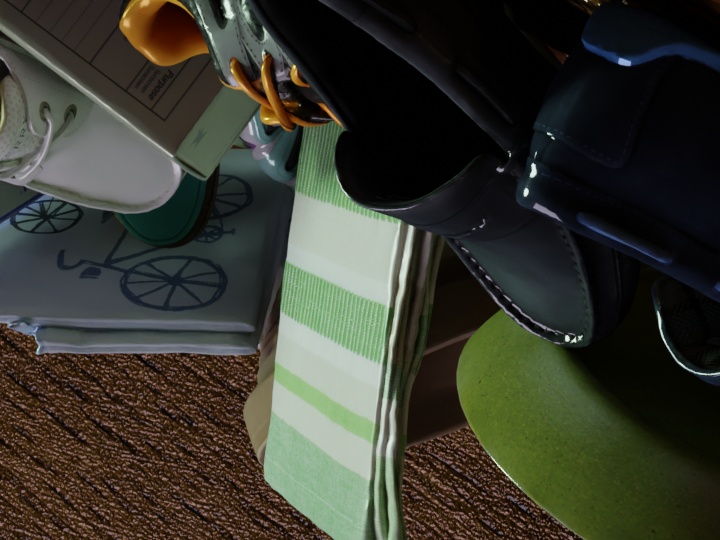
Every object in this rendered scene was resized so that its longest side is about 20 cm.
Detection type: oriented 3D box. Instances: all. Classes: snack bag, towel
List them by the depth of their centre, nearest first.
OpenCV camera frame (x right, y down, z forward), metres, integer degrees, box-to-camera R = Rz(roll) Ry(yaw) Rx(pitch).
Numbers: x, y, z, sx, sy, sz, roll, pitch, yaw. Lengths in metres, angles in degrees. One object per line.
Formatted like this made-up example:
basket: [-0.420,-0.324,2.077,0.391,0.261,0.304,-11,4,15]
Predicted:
towel: [0.000,0.000,0.794,0.023,0.200,0.153,4,-174,-19]
snack bag: [-0.136,-0.014,0.991,0.200,0.021,0.189,2,-151,3]

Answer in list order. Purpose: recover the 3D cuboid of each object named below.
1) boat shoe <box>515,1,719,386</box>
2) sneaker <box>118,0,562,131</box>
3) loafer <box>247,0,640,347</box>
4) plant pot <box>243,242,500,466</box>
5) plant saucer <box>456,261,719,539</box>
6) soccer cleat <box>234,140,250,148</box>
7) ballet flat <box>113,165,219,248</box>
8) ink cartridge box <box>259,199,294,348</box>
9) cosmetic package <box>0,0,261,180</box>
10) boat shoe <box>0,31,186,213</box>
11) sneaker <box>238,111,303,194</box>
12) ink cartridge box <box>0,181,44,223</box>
boat shoe: [0.107,0.000,0.583,0.200,0.069,0.084,37,178,-33]
sneaker: [-0.007,-0.078,0.684,0.200,0.077,0.078,32,172,46]
loafer: [0.020,-0.039,0.566,0.068,0.070,0.201,9,147,38]
plant pot: [0.033,0.013,0.951,0.201,0.201,0.093,45,-157,-72]
plant saucer: [0.130,0.046,0.653,0.200,0.031,0.200,14,-155,-7]
soccer cleat: [-0.099,-0.133,1.107,0.200,0.069,0.078,41,174,-13]
ballet flat: [-0.107,-0.112,0.941,0.072,0.068,0.200,-74,-34,-69]
ink cartridge box: [-0.041,-0.038,1.102,0.161,0.200,0.050,24,128,37]
cosmetic package: [-0.114,-0.137,0.805,0.200,0.104,0.073,38,179,7]
boat shoe: [-0.154,-0.066,0.857,0.200,0.071,0.069,25,-158,-31]
sneaker: [-0.042,-0.087,0.991,0.140,0.078,0.200,35,176,31]
ink cartridge box: [-0.213,-0.101,0.926,0.043,0.198,0.200,7,119,31]
